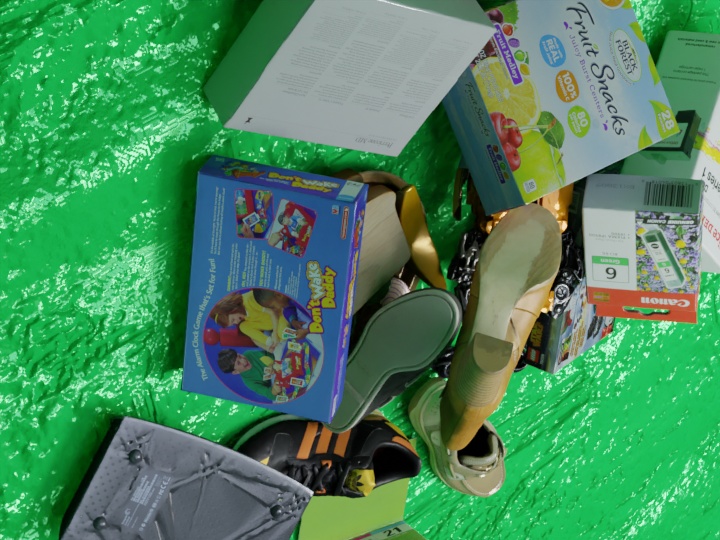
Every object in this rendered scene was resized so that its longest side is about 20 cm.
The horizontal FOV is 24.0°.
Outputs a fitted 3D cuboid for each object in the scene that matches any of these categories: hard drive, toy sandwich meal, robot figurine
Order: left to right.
[{"bbox_3d":[-0.152,0.206,1.465,0.199,0.042,0.136,25,95,-29],"label":"hard drive"},{"bbox_3d":[0.000,0.000,1.499,0.204,0.070,0.207,-22,126,-33],"label":"toy sandwich meal"},{"bbox_3d":[0.143,-0.044,1.573,0.144,0.058,0.202,-1,100,-26],"label":"robot figurine"}]

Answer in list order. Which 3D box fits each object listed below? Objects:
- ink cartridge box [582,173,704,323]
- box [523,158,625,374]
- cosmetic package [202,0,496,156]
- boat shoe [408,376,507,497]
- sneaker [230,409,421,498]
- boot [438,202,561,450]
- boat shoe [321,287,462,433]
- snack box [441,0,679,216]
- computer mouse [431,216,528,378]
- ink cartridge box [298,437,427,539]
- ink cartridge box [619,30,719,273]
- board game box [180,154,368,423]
[{"bbox_3d":[0.270,-0.003,1.615,0.201,0.108,0.051,80,20,-46],"label":"ink cartridge box"},{"bbox_3d":[0.225,-0.012,1.696,0.137,0.040,0.202,-26,130,-51],"label":"box"},{"bbox_3d":[-0.007,-0.172,1.371,0.199,0.052,0.151,6,131,-44],"label":"cosmetic package"},{"bbox_3d":[0.111,0.181,1.704,0.072,0.065,0.200,-46,141,-13],"label":"boat shoe"},{"bbox_3d":[-0.031,0.177,1.558,0.199,0.090,0.071,-10,120,-39],"label":"sneaker"},{"bbox_3d":[0.115,0.050,1.507,0.144,0.070,0.202,111,1,-56],"label":"boot"},{"bbox_3d":[0.030,0.073,1.514,0.200,0.067,0.057,-46,170,36],"label":"boat shoe"},{"bbox_3d":[0.171,-0.164,1.512,0.199,0.068,0.170,-26,96,-32],"label":"snack box"},{"bbox_3d":[0.154,0.021,1.671,0.140,0.046,0.202,3,111,-42],"label":"computer mouse"},{"bbox_3d":[0.011,0.284,1.668,0.147,0.076,0.202,-14,123,-37],"label":"ink cartridge box"},{"bbox_3d":[0.338,-0.115,1.691,0.145,0.083,0.202,36,70,-51],"label":"ink cartridge box"},{"bbox_3d":[-0.073,0.016,1.397,0.045,0.133,0.202,-60,160,-64],"label":"board game box"}]
